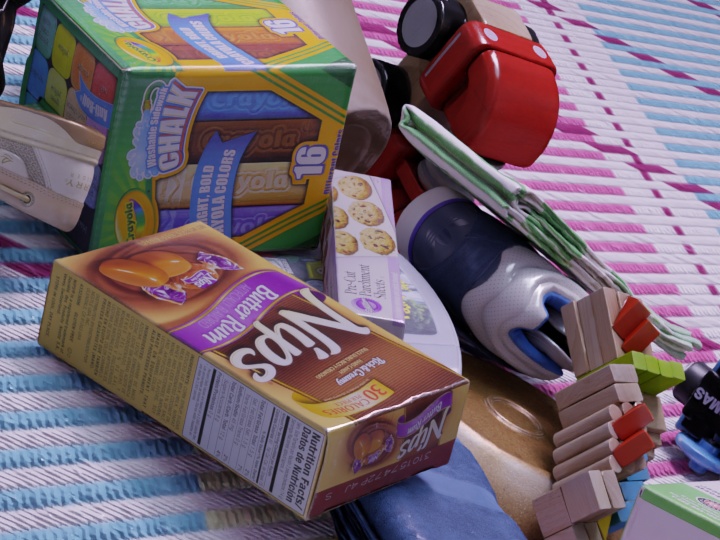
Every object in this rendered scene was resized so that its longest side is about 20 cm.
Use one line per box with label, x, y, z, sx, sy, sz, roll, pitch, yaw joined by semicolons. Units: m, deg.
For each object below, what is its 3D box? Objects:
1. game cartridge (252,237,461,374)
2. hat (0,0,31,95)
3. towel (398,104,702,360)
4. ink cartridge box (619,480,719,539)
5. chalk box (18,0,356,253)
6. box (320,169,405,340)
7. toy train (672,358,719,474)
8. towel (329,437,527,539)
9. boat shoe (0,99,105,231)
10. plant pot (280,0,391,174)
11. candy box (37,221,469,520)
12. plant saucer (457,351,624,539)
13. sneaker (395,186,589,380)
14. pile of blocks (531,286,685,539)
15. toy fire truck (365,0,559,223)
game cartridge;-0.017;0.027;1.730;0.132;0.041;0.200;7;25;-22
hat;-0.246;-0.135;1.750;0.200;0.200;0.081;-4;76;-62
towel;0.116;-0.023;1.851;0.200;0.023;0.152;38;1;-38
ink cartridge box;0.249;0.183;1.675;0.145;0.084;0.200;26;13;31
chalk box;-0.125;-0.088;1.729;0.199;0.125;0.125;-3;29;-32
box;0.000;0.000;1.707;0.041;0.039;0.200;9;25;-5
toy train;0.295;0.127;1.961;0.200;0.087;0.114;37;12;21
towel;0.034;0.135;1.551;0.111;0.049;0.200;19;19;-29
boat shoe;-0.237;-0.070;1.637;0.199;0.065;0.072;15;-1;20
plant pot;-0.071;-0.133;1.935;0.200;0.200;0.174;4;46;-56
candy box;-0.056;0.047;1.540;0.200;0.057;0.116;31;30;31
plant saucer;0.084;0.100;1.758;0.200;0.036;0.200;28;17;-10
sneaker;0.108;0.038;1.848;0.146;0.081;0.200;45;0;38
pile of blocks;0.155;0.091;1.706;0.082;0.062;0.201;36;45;-26
toy fire truck;0.054;-0.065;1.969;0.128;0.176;0.200;15;37;-40
